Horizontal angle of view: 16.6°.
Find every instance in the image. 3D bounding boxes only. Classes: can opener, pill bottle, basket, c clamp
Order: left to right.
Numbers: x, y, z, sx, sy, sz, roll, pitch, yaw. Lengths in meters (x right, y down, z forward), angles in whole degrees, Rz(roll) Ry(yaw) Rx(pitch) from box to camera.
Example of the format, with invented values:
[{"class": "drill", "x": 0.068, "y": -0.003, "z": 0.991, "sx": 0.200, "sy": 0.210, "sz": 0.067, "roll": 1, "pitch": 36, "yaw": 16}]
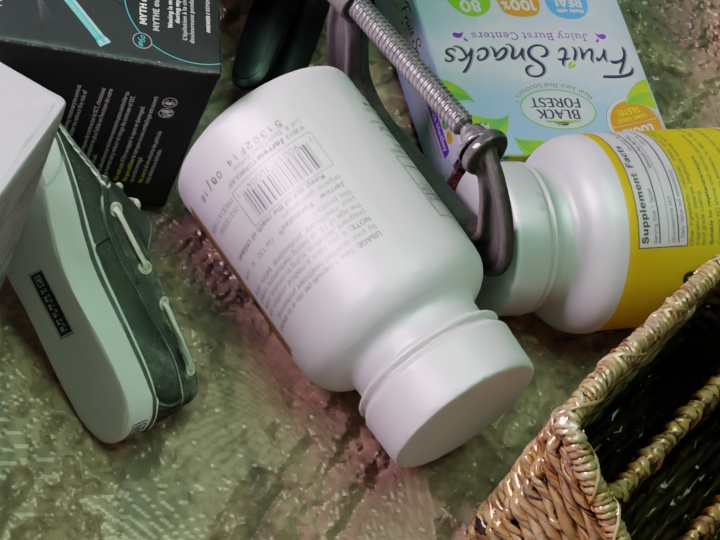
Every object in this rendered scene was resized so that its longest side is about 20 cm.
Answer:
[{"class": "can opener", "x": -0.039, "y": -0.170, "z": 1.462, "sx": 0.063, "sy": 0.078, "sz": 0.201, "roll": 44, "pitch": 42, "yaw": -41}, {"class": "pill bottle", "x": 0.000, "y": 0.000, "z": 1.311, "sx": 0.114, "sy": 0.114, "sz": 0.200, "roll": -23, "pitch": 67, "yaw": -33}, {"class": "c clamp", "x": 0.024, "y": -0.093, "z": 1.316, "sx": 0.027, "sy": 0.171, "sz": 0.200, "roll": -28, "pitch": 66, "yaw": -21}, {"class": "pill bottle", "x": 0.157, "y": -0.022, "z": 1.394, "sx": 0.199, "sy": 0.113, "sz": 0.113, "roll": -4, "pitch": 58, "yaw": -24}, {"class": "basket", "x": 0.177, "y": 0.105, "z": 1.289, "sx": 0.143, "sy": 0.149, "sz": 0.200, "roll": 43, "pitch": 51, "yaw": 11}]

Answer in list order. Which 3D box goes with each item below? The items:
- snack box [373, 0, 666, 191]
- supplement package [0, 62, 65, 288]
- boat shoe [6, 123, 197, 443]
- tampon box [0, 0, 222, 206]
[{"class": "snack box", "x": 0.091, "y": -0.138, "z": 1.487, "sx": 0.142, "sy": 0.053, "sz": 0.201, "roll": -2, "pitch": 58, "yaw": -23}, {"class": "supplement package", "x": -0.272, "y": -0.023, "z": 1.159, "sx": 0.191, "sy": 0.200, "sz": 0.147, "roll": 30, "pitch": 51, "yaw": 1}, {"class": "boat shoe", "x": -0.143, "y": -0.013, "z": 1.263, "sx": 0.064, "sy": 0.071, "sz": 0.201, "roll": -28, "pitch": 100, "yaw": -39}, {"class": "tampon box", "x": -0.187, "y": -0.139, "z": 1.324, "sx": 0.199, "sy": 0.126, "sz": 0.150, "roll": 8, "pitch": 54, "yaw": -16}]
